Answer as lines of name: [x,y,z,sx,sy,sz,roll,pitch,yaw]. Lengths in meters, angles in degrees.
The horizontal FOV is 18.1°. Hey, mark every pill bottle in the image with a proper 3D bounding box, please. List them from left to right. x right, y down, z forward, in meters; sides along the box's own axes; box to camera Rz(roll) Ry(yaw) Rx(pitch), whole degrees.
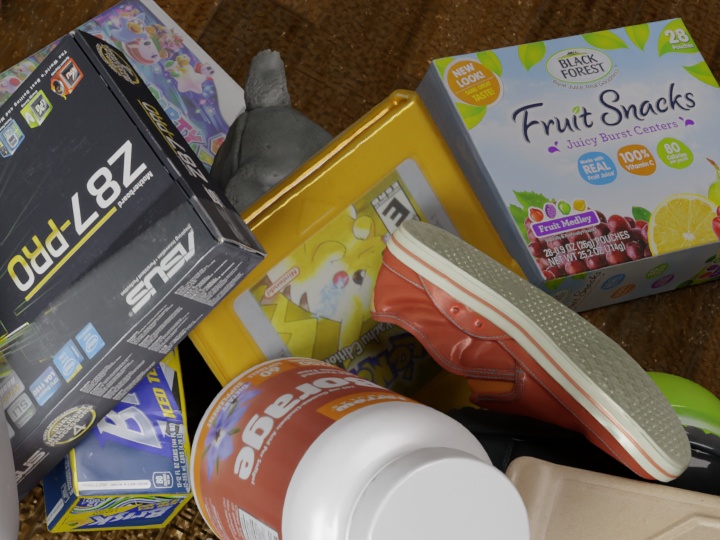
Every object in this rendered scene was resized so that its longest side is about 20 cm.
pill bottle: [0.000,0.112,1.110,0.112,0.200,0.112,-4,99,-25]

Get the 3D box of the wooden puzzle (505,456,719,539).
wooden puzzle: [0.149,0.194,1.085,0.200,0.037,0.185,12,63,9]

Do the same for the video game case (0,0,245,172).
video game case: [-0.154,-0.075,1.348,0.143,0.018,0.200,45,53,10]

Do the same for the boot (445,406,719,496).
boot: [0.104,0.173,1.148,0.165,0.066,0.200,2,55,12]

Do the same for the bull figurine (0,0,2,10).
bull figurine: [-0.277,-0.157,1.311,0.200,0.065,0.121,-7,28,-18]

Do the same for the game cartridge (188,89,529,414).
game cartridge: [0.009,0.031,1.231,0.176,0.032,0.200,-39,115,-15]

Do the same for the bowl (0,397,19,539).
bowl: [-0.280,0.078,1.108,0.200,0.075,0.200,-18,64,-2]

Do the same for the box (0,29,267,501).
box: [-0.165,0.000,1.175,0.161,0.200,0.049,54,16,27]

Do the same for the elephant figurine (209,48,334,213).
elephant figurine: [0.000,0.000,1.302,0.200,0.155,0.142,21,30,-14]

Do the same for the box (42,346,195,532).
box: [-0.141,0.039,1.234,0.070,0.064,0.200,1,65,-23]

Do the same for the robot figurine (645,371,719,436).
robot figurine: [0.164,0.145,1.273,0.175,0.116,0.200,14,54,-20]

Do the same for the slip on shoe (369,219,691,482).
slip on shoe: [0.086,0.050,1.169,0.200,0.061,0.074,36,19,22]

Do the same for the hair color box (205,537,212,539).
hair color box: [-0.088,0.245,1.136,0.099,0.061,0.200,32,51,0]

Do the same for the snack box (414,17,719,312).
snack box: [0.150,-0.066,1.439,0.200,0.068,0.169,-11,64,-29]
